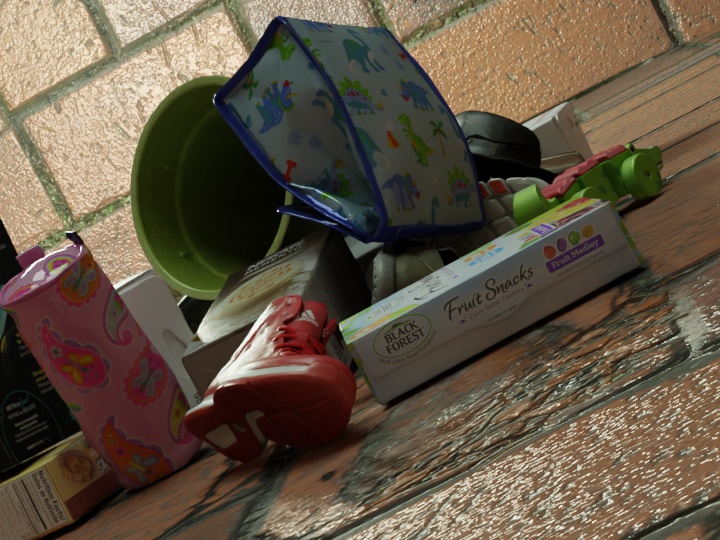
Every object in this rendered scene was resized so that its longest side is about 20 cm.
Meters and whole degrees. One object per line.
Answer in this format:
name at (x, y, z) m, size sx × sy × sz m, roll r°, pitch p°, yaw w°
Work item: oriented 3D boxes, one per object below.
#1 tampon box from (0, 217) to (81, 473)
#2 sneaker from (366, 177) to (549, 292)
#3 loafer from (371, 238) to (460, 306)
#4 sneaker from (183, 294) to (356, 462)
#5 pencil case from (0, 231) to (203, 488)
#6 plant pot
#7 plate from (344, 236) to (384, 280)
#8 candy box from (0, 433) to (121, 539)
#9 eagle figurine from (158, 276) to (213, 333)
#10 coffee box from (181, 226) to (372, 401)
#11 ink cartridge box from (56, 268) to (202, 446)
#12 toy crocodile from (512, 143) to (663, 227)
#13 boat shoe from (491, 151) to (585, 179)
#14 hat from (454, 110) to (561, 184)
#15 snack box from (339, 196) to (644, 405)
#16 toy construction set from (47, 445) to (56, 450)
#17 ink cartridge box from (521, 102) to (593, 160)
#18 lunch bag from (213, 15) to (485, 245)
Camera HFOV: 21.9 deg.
tampon box at (-0.337, 0.075, 1.524) m, size 0.126 × 0.201 × 0.150 m, roll -26°, pitch 0°, yaw 21°
sneaker at (0.096, -0.031, 1.656) m, size 0.199 × 0.078 × 0.082 m, roll -25°, pitch -1°, yaw 27°
loafer at (0.050, 0.013, 1.537) m, size 0.069 × 0.076 × 0.200 m, roll 4°, pitch 8°, yaw 5°
sneaker at (-0.047, 0.055, 1.243) m, size 0.200 × 0.078 × 0.116 m, roll -19°, pitch 39°, yaw 58°
pencil case at (-0.201, 0.072, 1.443) m, size 0.087 × 0.201 × 0.088 m, roll -27°, pitch 21°, yaw 12°
plant pot at (-0.079, -0.074, 1.738) m, size 0.199 × 0.202 × 0.189 m, roll -25°, pitch -15°, yaw 36°
plate at (0.000, 0.000, 1.751) m, size 0.199 × 0.032 × 0.200 m, roll -30°, pitch -14°, yaw -9°
candy box at (-0.292, 0.197, 1.510) m, size 0.199 × 0.056 × 0.115 m, roll -27°, pitch 3°, yaw 23°
eagle figurine at (-0.157, 0.049, 1.831) m, size 0.200 × 0.151 × 0.151 m, roll -51°, pitch -20°, yaw -17°
coffee box at (-0.064, 0.046, 1.528) m, size 0.114 × 0.080 × 0.200 m, roll -26°, pitch 13°, yaw 14°
ink cartridge box at (-0.215, 0.095, 1.622) m, size 0.084 × 0.145 × 0.200 m, roll -32°, pitch 5°, yaw -32°
toy crocodile at (0.189, -0.066, 1.537) m, size 0.067 × 0.062 × 0.200 m, roll -23°, pitch 6°, yaw 45°
boat shoe at (0.126, -0.085, 1.832) m, size 0.198 × 0.072 × 0.076 m, roll -16°, pitch -30°, yaw 5°
hat at (0.106, -0.101, 1.721) m, size 0.199 × 0.082 × 0.201 m, roll 4°, pitch -17°, yaw 1°
snack box at (0.085, 0.017, 1.281) m, size 0.199 × 0.053 × 0.142 m, roll -28°, pitch 3°, yaw -1°
toy construction set at (-0.293, 0.155, 1.863) m, size 0.132 × 0.092 × 0.200 m, roll -55°, pitch -11°, yaw 15°
ink cartridge box at (0.142, -0.089, 1.945) m, size 0.199 × 0.084 × 0.145 m, roll -27°, pitch 5°, yaw 16°
lunch bag at (0.002, -0.104, 1.560) m, size 0.170 × 0.200 × 0.128 m, roll -8°, pitch -37°, yaw -55°
